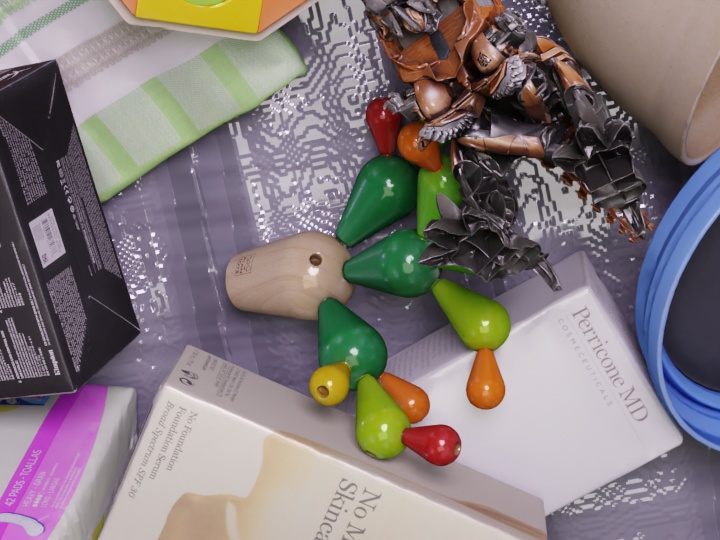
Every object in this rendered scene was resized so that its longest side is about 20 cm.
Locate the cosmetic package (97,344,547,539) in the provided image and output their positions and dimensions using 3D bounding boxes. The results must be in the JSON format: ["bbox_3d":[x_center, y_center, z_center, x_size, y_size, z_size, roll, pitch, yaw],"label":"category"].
[{"bbox_3d":[-0.018,0.127,0.843,0.199,0.071,0.105,22,104,-2],"label":"cosmetic package"}]

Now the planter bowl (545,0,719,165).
[{"bbox_3d":[0.151,-0.167,0.779,0.135,0.200,0.201,36,105,17],"label":"planter bowl"}]

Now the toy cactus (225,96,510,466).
[{"bbox_3d":[0.000,0.000,0.855,0.165,0.102,0.201,-6,72,34],"label":"toy cactus"}]

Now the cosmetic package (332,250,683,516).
[{"bbox_3d":[0.056,0.085,0.901,0.200,0.074,0.102,-31,102,12],"label":"cosmetic package"}]

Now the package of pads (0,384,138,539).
[{"bbox_3d":[-0.204,0.118,0.858,0.154,0.200,0.068,2,110,3],"label":"package of pads"}]

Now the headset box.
[{"bbox_3d":[-0.230,-0.011,0.864,0.199,0.077,0.149,-7,109,25],"label":"headset box"}]

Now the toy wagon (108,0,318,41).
[{"bbox_3d":[-0.062,-0.203,0.764,0.155,0.040,0.201,6,119,-12],"label":"toy wagon"}]

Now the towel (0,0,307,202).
[{"bbox_3d":[-0.140,-0.134,0.837,0.149,0.031,0.200,-29,118,22],"label":"towel"}]

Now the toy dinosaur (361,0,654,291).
[{"bbox_3d":[0.075,-0.072,0.771,0.200,0.136,0.102,16,129,-25],"label":"toy dinosaur"}]

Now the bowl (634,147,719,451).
[{"bbox_3d":[0.226,0.001,0.842,0.200,0.039,0.201,-11,126,-16],"label":"bowl"}]
